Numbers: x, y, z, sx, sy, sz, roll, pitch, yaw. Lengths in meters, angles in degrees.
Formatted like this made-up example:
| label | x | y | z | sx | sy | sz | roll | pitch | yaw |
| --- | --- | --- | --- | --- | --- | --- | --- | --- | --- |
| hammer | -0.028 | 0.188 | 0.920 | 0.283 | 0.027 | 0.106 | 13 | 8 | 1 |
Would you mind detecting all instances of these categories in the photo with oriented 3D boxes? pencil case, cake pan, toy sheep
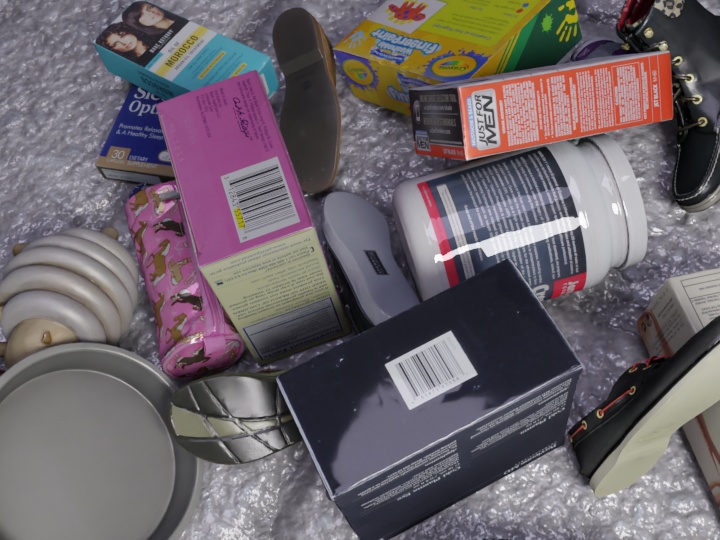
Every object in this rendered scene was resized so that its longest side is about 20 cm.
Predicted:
| label | x | y | z | sx | sy | sz | roll | pitch | yaw |
| --- | --- | --- | --- | --- | --- | --- | --- | --- | --- |
| pencil case | -0.171 | 0.006 | 0.818 | 0.083 | 0.087 | 0.200 | -21 | 63 | 1 |
| cake pan | -0.231 | 0.161 | 0.711 | 0.200 | 0.037 | 0.201 | 16 | 60 | -30 |
| toy sheep | -0.279 | 0.023 | 0.804 | 0.137 | 0.138 | 0.200 | 2 | 46 | 10 |

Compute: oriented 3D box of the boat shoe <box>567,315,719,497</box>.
| label | x | y | z | sx | sy | sz | roll | pitch | yaw |
| --- | --- | --- | --- | --- | --- | --- | --- | --- | --- |
| boat shoe | 0.226 | 0.098 | 0.654 | 0.073 | 0.202 | 0.063 | -2 | 49 | -28 |

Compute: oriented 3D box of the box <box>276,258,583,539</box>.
| label | x | y | z | sx | sy | sz | roll | pitch | yaw |
| --- | --- | --- | --- | --- | --- | --- | --- | --- | --- |
| box | 0.057 | 0.114 | 0.670 | 0.200 | 0.182 | 0.104 | -26 | 60 | -7 |

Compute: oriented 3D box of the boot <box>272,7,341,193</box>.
| label | x | y | z | sx | sy | sz | roll | pitch | yaw |
| --- | --- | --- | --- | --- | --- | --- | --- | --- | --- |
| boot | -0.044 | -0.178 | 0.913 | 0.073 | 0.075 | 0.201 | -10 | 79 | 23 |

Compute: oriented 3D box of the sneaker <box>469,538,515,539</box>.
| label | x | y | z | sx | sy | sz | roll | pitch | yaw |
| --- | --- | --- | --- | --- | --- | --- | --- | --- | --- |
| sneaker | 0.135 | 0.254 | 0.645 | 0.199 | 0.077 | 0.085 | 4 | 67 | 11 |

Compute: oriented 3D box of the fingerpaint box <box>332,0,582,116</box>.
| label | x | y | z | sx | sy | sz | roll | pitch | yaw |
| --- | --- | --- | --- | --- | --- | --- | --- | --- | --- |
| fingerpaint box | 0.099 | -0.236 | 0.885 | 0.167 | 0.073 | 0.200 | -45 | 44 | -16 |

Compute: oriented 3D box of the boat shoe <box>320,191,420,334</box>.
| label | x | y | z | sx | sy | sz | roll | pitch | yaw |
| --- | --- | --- | --- | --- | --- | --- | --- | --- | --- |
| boat shoe | 0.000 | 0.000 | 0.807 | 0.068 | 0.057 | 0.200 | 5 | 39 | -25 |

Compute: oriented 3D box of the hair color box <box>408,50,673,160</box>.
| label | x | y | z | sx | sy | sz | roll | pitch | yaw |
| --- | --- | --- | --- | --- | --- | --- | --- | --- | --- |
| hair color box | 0.155 | -0.145 | 0.739 | 0.199 | 0.111 | 0.064 | -12 | 104 | -16 |

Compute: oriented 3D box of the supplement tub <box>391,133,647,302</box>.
| label | x | y | z | sx | sy | sz | roll | pitch | yaw |
| --- | --- | --- | --- | --- | --- | --- | --- | --- | --- |
| supplement tub | 0.139 | -0.037 | 0.763 | 0.199 | 0.140 | 0.141 | -16 | 60 | 0 |

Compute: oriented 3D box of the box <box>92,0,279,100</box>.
| label | x | y | z | sx | sy | sz | roll | pitch | yaw |
| --- | --- | --- | --- | --- | --- | --- | --- | --- | --- |
| box | -0.193 | -0.229 | 0.935 | 0.200 | 0.049 | 0.082 | 28 | 68 | 22 |

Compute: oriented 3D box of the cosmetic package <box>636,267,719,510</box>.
| label | x | y | z | sx | sy | sz | roll | pitch | yaw |
| --- | --- | --- | --- | --- | --- | --- | --- | --- | --- |
| cosmetic package | 0.319 | 0.101 | 0.685 | 0.103 | 0.087 | 0.200 | -9 | 59 | -9 |

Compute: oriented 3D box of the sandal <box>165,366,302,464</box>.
| label | x | y | z | sx | sy | sz | roll | pitch | yaw |
| --- | --- | --- | --- | --- | --- | --- | --- | --- | --- |
| sandal | -0.072 | 0.121 | 0.760 | 0.200 | 0.057 | 0.080 | -10 | 90 | -16 |

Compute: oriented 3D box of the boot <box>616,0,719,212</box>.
| label | x | y | z | sx | sy | sz | roll | pitch | yaw |
| --- | --- | --- | --- | --- | --- | --- | --- | --- | --- |
| boot | 0.300 | -0.173 | 0.802 | 0.154 | 0.073 | 0.204 | 29 | 73 | -22 |

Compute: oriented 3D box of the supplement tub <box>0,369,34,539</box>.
| label | x | y | z | sx | sy | sz | roll | pitch | yaw |
| --- | --- | --- | --- | --- | --- | --- | --- | --- | --- |
| supplement tub | -0.330 | 0.193 | 0.730 | 0.107 | 0.107 | 0.200 | -20 | 61 | -2 |

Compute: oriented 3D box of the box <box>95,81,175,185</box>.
| label | x | y | z | sx | sy | sz | roll | pitch | yaw |
| --- | --- | --- | --- | --- | --- | --- | --- | --- | --- |
| box | -0.208 | -0.186 | 0.961 | 0.121 | 0.032 | 0.200 | 9 | 62 | 13 |

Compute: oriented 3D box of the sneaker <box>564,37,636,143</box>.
| label | x | y | z | sx | sy | sz | roll | pitch | yaw |
| --- | --- | --- | --- | --- | --- | --- | --- | --- | --- |
| sneaker | 0.220 | -0.166 | 0.844 | 0.200 | 0.074 | 0.087 | -48 | 33 | -17 |

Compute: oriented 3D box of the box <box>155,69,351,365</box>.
| label | x | y | z | sx | sy | sz | roll | pitch | yaw |
| --- | --- | --- | --- | --- | --- | --- | --- | --- | --- |
| box | -0.092 | -0.041 | 0.766 | 0.096 | 0.200 | 0.176 | -19 | 60 | -3 |
